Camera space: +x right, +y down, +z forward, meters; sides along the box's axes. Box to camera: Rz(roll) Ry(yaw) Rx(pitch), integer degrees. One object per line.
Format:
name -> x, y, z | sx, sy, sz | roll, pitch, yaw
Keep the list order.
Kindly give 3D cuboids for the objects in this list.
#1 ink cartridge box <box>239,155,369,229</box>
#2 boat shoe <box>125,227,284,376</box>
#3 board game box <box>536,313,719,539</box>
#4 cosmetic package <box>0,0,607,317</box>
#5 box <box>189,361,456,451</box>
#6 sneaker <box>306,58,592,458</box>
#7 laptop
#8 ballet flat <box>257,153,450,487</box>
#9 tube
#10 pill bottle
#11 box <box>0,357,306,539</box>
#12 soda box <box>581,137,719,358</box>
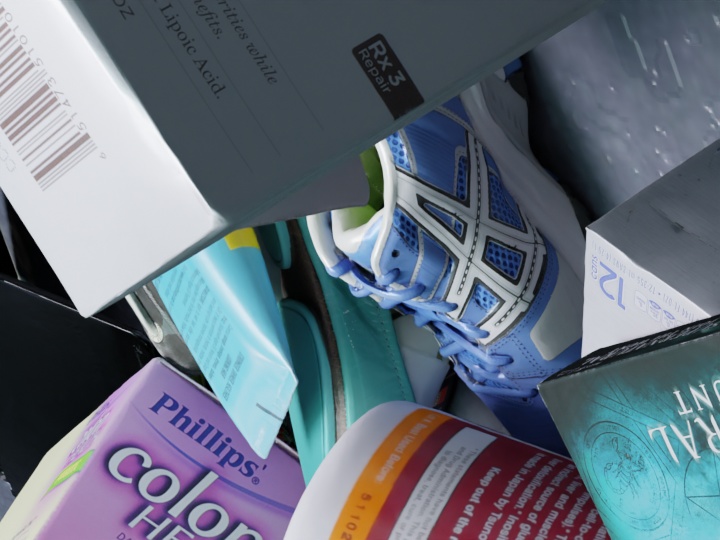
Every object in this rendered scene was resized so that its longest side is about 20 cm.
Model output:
ink cartridge box -> -0.079, -0.099, 0.745 | 0.068, 0.115, 0.200 | -20, 85, 33
boat shoe -> -0.096, -0.055, 0.953 | 0.064, 0.071, 0.200 | -39, 75, 33
board game box -> 0.134, 0.067, 0.637 | 0.200, 0.028, 0.135 | -22, 94, 58
cosmetic package -> -0.011, -0.086, 0.672 | 0.113, 0.200, 0.081 | 56, 146, -2
box -> -0.024, 0.061, 1.041 | 0.110, 0.035, 0.200 | 47, 152, 22
sneaker -> 0.027, -0.006, 0.837 | 0.076, 0.077, 0.200 | -6, 116, 59
laptop -> -0.125, 0.015, 1.125 | 0.177, 0.103, 0.200 | 79, -177, -49
ballet flat -> 0.000, 0.000, 0.886 | 0.067, 0.070, 0.200 | -147, 43, -73
tube -> -0.067, -0.037, 0.872 | 0.077, 0.050, 0.200 | 104, 144, -69
pill bottle -> 0.078, 0.122, 0.799 | 0.200, 0.113, 0.113 | 19, 139, 19
box -> -0.112, 0.155, 0.982 | 0.097, 0.200, 0.176 | 35, 156, -7
soda box -> 0.150, 0.044, 0.694 | 0.200, 0.068, 0.063 | 38, 148, 33
